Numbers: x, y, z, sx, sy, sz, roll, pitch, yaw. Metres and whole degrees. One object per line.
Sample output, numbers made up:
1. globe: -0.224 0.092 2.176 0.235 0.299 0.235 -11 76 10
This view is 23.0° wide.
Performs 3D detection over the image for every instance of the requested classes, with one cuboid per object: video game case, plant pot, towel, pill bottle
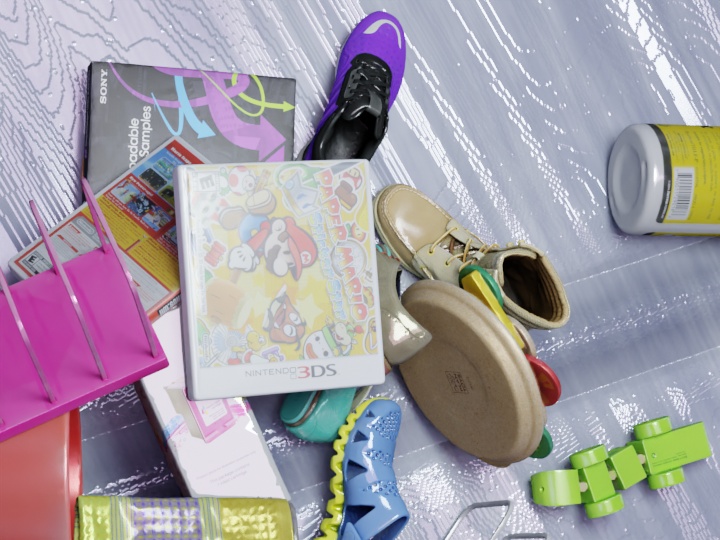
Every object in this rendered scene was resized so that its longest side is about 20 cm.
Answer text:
1. video game case: -0.193 -0.024 1.561 0.200 0.018 0.143 -39 58 -20
2. plant pot: -0.332 0.180 1.524 0.175 0.200 0.203 -2 84 -5
3. towel: -0.139 0.254 1.467 0.198 0.023 0.145 5 63 -18
4. pill bottle: 0.359 -0.090 1.782 0.198 0.111 0.113 1 83 -16
5. video game case: -0.070 0.006 1.541 0.180 0.023 0.203 -3 87 -24

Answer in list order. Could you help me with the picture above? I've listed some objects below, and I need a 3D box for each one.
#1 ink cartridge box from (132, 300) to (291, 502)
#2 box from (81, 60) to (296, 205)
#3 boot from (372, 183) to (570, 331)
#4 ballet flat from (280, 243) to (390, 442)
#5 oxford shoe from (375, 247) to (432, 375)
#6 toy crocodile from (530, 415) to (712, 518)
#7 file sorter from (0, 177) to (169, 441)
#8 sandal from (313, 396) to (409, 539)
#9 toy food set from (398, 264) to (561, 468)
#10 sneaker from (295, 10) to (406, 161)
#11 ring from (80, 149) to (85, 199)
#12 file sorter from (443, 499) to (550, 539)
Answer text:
1. ink cartridge box: -0.147 0.129 1.594 0.084 0.144 0.202 -23 90 -11
2. box: -0.160 -0.116 1.658 0.198 0.036 0.145 3 83 -14
3. boot: 0.104 -0.013 1.676 0.073 0.155 0.200 -43 96 -16
4. ballet flat: -0.009 0.074 1.691 0.070 0.067 0.202 34 75 -34
5. oxford shoe: 0.000 0.000 1.637 0.074 0.070 0.201 -28 75 1
6. toy crocodile: 0.262 0.194 1.753 0.198 0.062 0.068 -19 89 -22
7. file sorter: -0.281 0.034 1.440 0.198 0.126 0.140 -24 54 -10
8. sandal: 0.012 0.220 1.652 0.079 0.086 0.202 18 83 -56
9. toy food set: 0.107 0.094 1.647 0.048 0.198 0.201 -31 90 -30
10. sneaker: 0.004 -0.159 1.693 0.069 0.099 0.202 24 78 -14
11. ring: -0.167 -0.085 1.680 0.198 0.019 0.203 2 83 -17
12. file sorter: 0.161 0.327 1.666 0.200 0.139 0.125 40 72 -8
